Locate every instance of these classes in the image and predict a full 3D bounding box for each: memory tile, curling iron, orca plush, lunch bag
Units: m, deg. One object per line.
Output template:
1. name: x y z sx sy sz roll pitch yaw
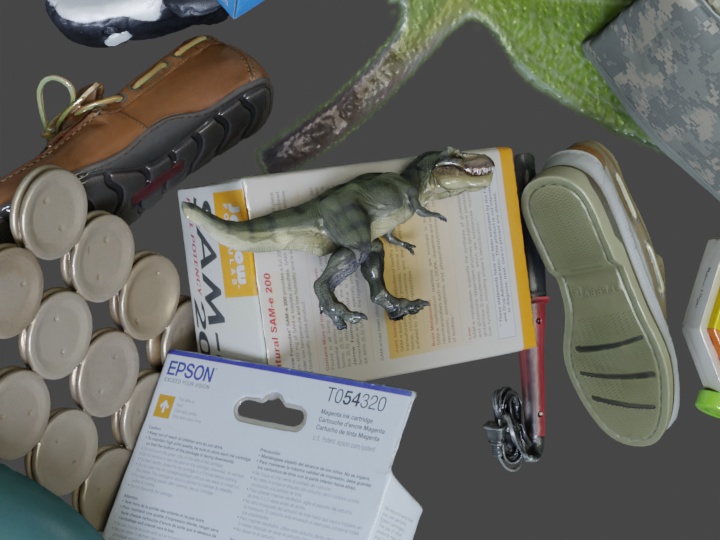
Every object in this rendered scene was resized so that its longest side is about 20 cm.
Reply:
1. memory tile: -0.156 0.045 1.247 0.200 0.017 0.153 48 63 -50
2. curling iron: 0.103 0.025 1.413 0.050 0.026 0.200 18 74 -59
3. orca plush: -0.092 -0.182 1.331 0.105 0.071 0.200 31 63 25
4. lunch bag: 0.259 -0.111 1.398 0.118 0.164 0.200 -38 90 -20

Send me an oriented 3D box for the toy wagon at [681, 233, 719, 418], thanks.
1. toy wagon: 0.307 0.042 1.504 0.200 0.040 0.155 23 80 -22

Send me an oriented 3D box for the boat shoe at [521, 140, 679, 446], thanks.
1. boat shoe: 0.163 0.014 1.418 0.068 0.075 0.200 -46 127 -46

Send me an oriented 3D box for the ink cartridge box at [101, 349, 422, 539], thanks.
1. ink cartridge box: -0.061 0.151 1.221 0.043 0.196 0.200 33 72 -44

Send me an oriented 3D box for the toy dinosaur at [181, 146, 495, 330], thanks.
1. toy dinosaur: -0.005 -0.013 1.254 0.200 0.047 0.088 -14 81 -35

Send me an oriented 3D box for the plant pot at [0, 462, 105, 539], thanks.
1. plant pot: -0.214 0.189 1.185 0.161 0.201 0.201 23 80 -33

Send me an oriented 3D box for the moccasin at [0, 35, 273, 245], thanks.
1. moccasin: -0.143 -0.075 1.284 0.201 0.074 0.078 -38 64 -24

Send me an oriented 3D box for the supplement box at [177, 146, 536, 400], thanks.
1. supplement box: 0.000 0.000 1.329 0.200 0.074 0.126 -8 92 -36

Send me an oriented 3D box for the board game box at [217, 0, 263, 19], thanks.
1. board game box: -0.055 -0.274 1.294 0.200 0.056 0.196 -35 75 -21
